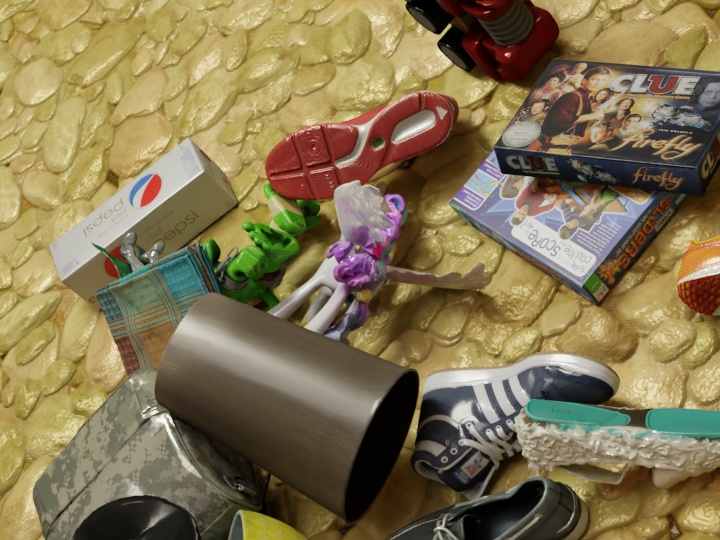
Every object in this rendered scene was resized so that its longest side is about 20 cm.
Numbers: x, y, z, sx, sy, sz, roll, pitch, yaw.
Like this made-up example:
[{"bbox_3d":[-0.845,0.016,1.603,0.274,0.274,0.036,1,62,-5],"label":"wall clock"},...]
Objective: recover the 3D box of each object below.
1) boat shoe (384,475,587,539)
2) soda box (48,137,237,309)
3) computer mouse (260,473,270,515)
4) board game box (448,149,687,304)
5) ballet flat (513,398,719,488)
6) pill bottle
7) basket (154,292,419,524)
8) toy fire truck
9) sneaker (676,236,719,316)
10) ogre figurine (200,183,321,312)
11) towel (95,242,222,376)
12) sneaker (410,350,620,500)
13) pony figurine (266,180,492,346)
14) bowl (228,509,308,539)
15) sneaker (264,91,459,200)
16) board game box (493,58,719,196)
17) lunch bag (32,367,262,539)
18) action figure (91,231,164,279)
[{"bbox_3d":[0.090,0.217,1.562,0.200,0.062,0.073,-19,50,25],"label":"boat shoe"},{"bbox_3d":[-0.235,-0.049,1.994,0.200,0.068,0.064,-36,45,9],"label":"soda box"},{"bbox_3d":[-0.073,0.188,1.733,0.059,0.034,0.200,2,67,53],"label":"computer mouse"},{"bbox_3d":[0.189,-0.067,1.712,0.135,0.034,0.200,-49,43,-4],"label":"board game box"},{"bbox_3d":[0.225,0.143,1.509,0.200,0.072,0.072,4,61,16],"label":"ballet flat"},{"bbox_3d":[-0.182,0.298,1.582,0.112,0.200,0.112,-2,39,1],"label":"pill bottle"},{"bbox_3d":[-0.067,0.110,1.620,0.200,0.180,0.136,26,62,14],"label":"basket"},{"bbox_3d":[0.149,-0.260,1.782,0.129,0.176,0.200,-49,44,-4],"label":"toy fire truck"},{"bbox_3d":[0.355,-0.018,1.530,0.200,0.073,0.077,-7,46,30],"label":"sneaker"},{"bbox_3d":[-0.108,-0.006,1.823,0.120,0.098,0.200,-50,20,24],"label":"ogre figurine"},{"bbox_3d":[-0.185,0.064,1.801,0.200,0.022,0.147,-21,90,52],"label":"towel"},{"bbox_3d":[0.128,0.135,1.586,0.200,0.070,0.109,-11,49,40],"label":"sneaker"},{"bbox_3d":[0.000,0.000,1.732,0.200,0.167,0.193,-54,25,-12],"label":"pony figurine"},{"bbox_3d":[-0.060,0.307,1.562,0.108,0.200,0.200,7,53,-10],"label":"bowl"},{"bbox_3d":[0.011,-0.124,1.844,0.200,0.116,0.078,-15,93,18],"label":"sneaker"},{"bbox_3d":[0.239,-0.133,1.679,0.200,0.035,0.136,8,47,32],"label":"board game box"},{"bbox_3d":[-0.191,0.220,1.704,0.200,0.139,0.168,-46,41,14],"label":"lunch bag"},{"bbox_3d":[-0.184,0.042,1.876,0.055,0.118,0.200,-52,52,18],"label":"action figure"}]
